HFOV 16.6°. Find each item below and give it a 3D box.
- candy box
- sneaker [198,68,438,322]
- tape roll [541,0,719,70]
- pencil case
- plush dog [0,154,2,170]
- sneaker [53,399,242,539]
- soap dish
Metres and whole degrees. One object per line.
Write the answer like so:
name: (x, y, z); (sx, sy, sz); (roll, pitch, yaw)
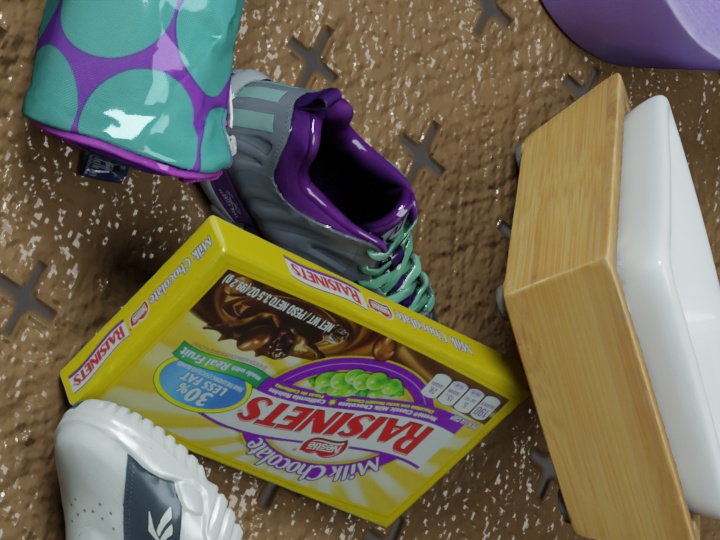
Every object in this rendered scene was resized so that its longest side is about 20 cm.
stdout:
candy box: (-0.024, 0.049, 1.076); (0.102, 0.027, 0.199); (-43, 136, 23)
sneaker: (0.000, 0.000, 1.089); (0.075, 0.087, 0.200); (-52, 126, -26)
tape roll: (0.171, -0.199, 1.230); (0.199, 0.085, 0.202); (-6, 99, -42)
pencil case: (-0.072, -0.135, 1.007); (0.092, 0.085, 0.201); (19, 82, -27)
plush dog: (-0.205, 0.004, 0.837); (0.161, 0.171, 0.201); (49, 62, -36)
sneaker: (-0.107, 0.164, 1.012); (0.130, 0.079, 0.200); (-42, 132, -42)
soap dish: (0.122, 0.020, 1.158); (0.200, 0.081, 0.158); (-75, 150, -62)
